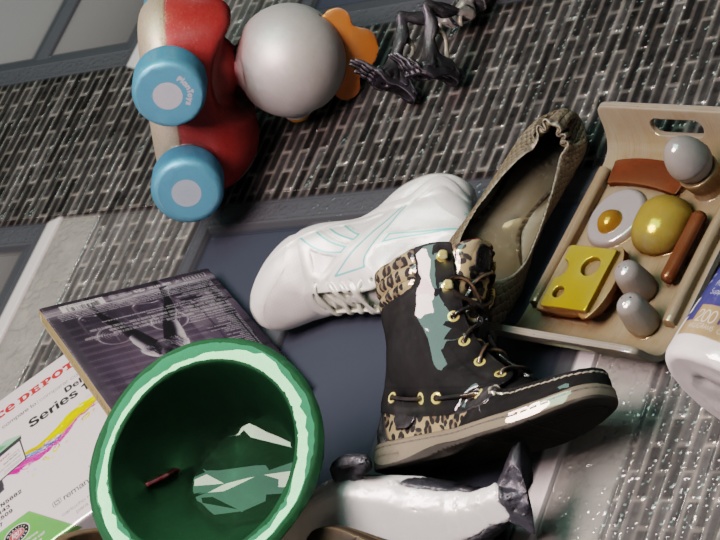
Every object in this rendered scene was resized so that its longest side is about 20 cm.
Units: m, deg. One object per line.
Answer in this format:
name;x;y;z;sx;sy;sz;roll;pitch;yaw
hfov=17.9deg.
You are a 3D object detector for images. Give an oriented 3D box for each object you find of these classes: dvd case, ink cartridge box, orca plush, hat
dvd case;-0.148;0.063;1.785;0.148;0.016;0.200;-14;31;-22
ink cartridge box;-0.225;0.166;1.760;0.145;0.084;0.200;-36;35;-1
orca plush;0.038;0.153;1.552;0.200;0.105;0.071;-29;5;33
hat;-0.078;0.149;1.616;0.165;0.176;0.200;24;75;25

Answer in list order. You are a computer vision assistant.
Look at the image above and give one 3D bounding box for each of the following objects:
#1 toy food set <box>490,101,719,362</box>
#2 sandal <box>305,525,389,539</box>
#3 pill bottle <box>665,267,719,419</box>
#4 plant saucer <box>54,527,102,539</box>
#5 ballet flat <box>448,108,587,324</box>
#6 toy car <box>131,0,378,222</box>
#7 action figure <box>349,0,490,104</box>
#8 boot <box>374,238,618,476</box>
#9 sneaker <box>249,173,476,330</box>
toy food set;0.181;-0.030;1.597;0.143;0.060;0.200;7;60;47
sandal;0.041;0.222;1.493;0.200;0.054;0.082;18;94;43
pill bottle;0.285;0.004;1.423;0.111;0.111;0.200;19;69;50
plant saucer;-0.116;0.219;1.552;0.200;0.199;0.030;23;101;51
ballet flat;0.110;-0.038;1.669;0.067;0.046;0.200;28;68;11
toy car;-0.081;-0.156;1.926;0.199;0.178;0.185;-7;29;3
action figure;0.070;-0.241;1.874;0.119;0.102;0.201;-5;52;55
boot;0.083;0.052;1.559;0.200;0.073;0.151;-23;64;44
sneaker;0.000;0.000;1.735;0.200;0.070;0.080;-28;42;21
